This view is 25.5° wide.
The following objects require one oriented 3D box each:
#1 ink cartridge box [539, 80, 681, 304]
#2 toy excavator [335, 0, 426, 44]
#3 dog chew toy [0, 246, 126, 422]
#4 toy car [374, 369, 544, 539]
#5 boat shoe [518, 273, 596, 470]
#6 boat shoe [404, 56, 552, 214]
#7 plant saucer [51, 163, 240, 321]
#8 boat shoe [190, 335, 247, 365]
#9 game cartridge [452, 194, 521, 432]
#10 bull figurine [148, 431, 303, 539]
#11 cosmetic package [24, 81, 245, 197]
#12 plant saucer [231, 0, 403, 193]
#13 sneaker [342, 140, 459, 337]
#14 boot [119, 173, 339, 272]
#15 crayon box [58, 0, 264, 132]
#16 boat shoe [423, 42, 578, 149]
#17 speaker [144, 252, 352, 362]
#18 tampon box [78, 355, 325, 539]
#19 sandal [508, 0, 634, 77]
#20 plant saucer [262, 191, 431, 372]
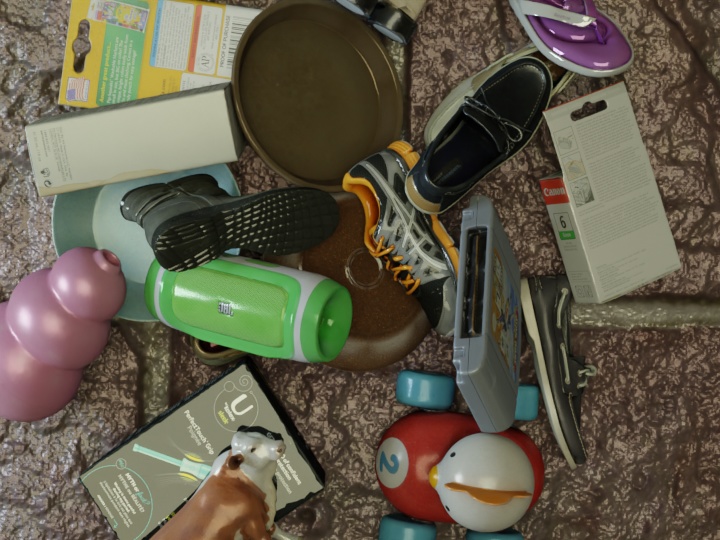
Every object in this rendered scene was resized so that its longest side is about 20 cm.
[{"bbox_3d":[0.244,-0.078,1.615,0.108,0.050,0.202,-21,97,-23],"label":"ink cartridge box"},{"bbox_3d":[-0.036,-0.330,1.618,0.194,0.199,0.101,30,89,-45],"label":"toy excavator"},{"bbox_3d":[-0.306,0.056,1.583,0.124,0.125,0.200,43,110,0],"label":"dog chew toy"},{"bbox_3d":[0.102,0.202,1.566,0.174,0.200,0.187,7,90,0],"label":"toy car"},{"bbox_3d":[0.211,0.101,1.632,0.062,0.073,0.203,-14,86,2],"label":"boat shoe"},{"bbox_3d":[0.122,-0.135,1.550,0.075,0.062,0.200,44,73,3],"label":"boat shoe"},{"bbox_3d":[-0.217,-0.049,1.643,0.198,0.039,0.204,0,90,-1],"label":"plant saucer"},{"bbox_3d":[-0.085,0.036,1.630,0.199,0.066,0.074,-35,90,-1],"label":"boat shoe"},{"bbox_3d":[0.125,0.046,1.543,0.041,0.133,0.202,-8,54,21],"label":"game cartridge"},{"bbox_3d":[-0.128,0.247,1.506,0.200,0.065,0.122,-43,94,-1],"label":"bull figurine"},{"bbox_3d":[-0.218,-0.130,1.564,0.197,0.104,0.074,-9,101,3],"label":"cosmetic package"},{"bbox_3d":[-0.046,-0.175,1.607,0.198,0.029,0.203,7,77,-30],"label":"plant saucer"},{"bbox_3d":[0.045,-0.025,1.577,0.076,0.078,0.202,-18,78,-22],"label":"sneaker"},{"bbox_3d":[-0.130,-0.066,1.568,0.197,0.131,0.069,-11,120,-19],"label":"boot"},{"bbox_3d":[-0.201,-0.216,1.636,0.197,0.052,0.128,8,91,-1],"label":"crayon box"},{"bbox_3d":[0.147,-0.183,1.630,0.199,0.068,0.075,-39,90,0],"label":"boat shoe"},{"bbox_3d":[-0.110,0.032,1.548,0.198,0.088,0.090,12,90,26],"label":"speaker"},{"bbox_3d":[-0.154,0.205,1.601,0.199,0.126,0.151,-33,91,-1],"label":"tampon box"},{"bbox_3d":[0.196,-0.267,1.592,0.082,0.050,0.203,-29,57,-16],"label":"sandal"},{"bbox_3d":[0.000,0.000,1.612,0.198,0.037,0.203,4,80,-21],"label":"plant saucer"}]
